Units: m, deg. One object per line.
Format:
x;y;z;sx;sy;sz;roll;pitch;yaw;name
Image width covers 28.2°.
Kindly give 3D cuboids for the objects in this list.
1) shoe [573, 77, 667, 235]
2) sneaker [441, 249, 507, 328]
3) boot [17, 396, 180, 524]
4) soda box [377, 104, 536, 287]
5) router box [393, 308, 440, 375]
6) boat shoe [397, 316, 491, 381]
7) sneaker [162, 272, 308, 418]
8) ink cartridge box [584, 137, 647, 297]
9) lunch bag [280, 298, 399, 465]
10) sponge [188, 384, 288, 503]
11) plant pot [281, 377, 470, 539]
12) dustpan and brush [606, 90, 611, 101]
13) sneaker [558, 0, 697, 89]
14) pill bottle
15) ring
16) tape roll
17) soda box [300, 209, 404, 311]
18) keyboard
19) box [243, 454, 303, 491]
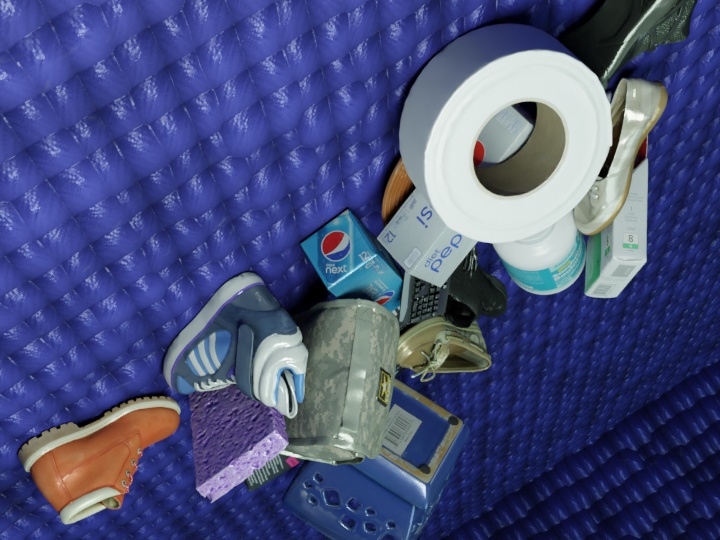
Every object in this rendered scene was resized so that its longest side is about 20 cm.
0.291;-0.135;1.680;0.053;0.070;0.202;8;116;-32;shoe
0.130;0.033;1.791;0.059;0.105;0.200;-6;145;25;sneaker
-0.274;0.214;1.615;0.198;0.108;0.075;-21;156;-36;boot
0.110;-0.083;1.489;0.201;0.063;0.068;-52;145;12;soda box
0.046;0.082;1.892;0.199;0.053;0.157;-40;159;16;router box
0.107;0.104;1.863;0.199;0.063;0.073;-5;146;-52;boat shoe
-0.129;0.115;1.547;0.080;0.147;0.200;-12;150;-46;sneaker
0.319;-0.084;1.787;0.049;0.203;0.161;3;163;-2;ink cartridge box
-0.024;0.127;1.600;0.116;0.167;0.200;13;167;-16;lunch bag
-0.141;0.162;1.611;0.111;0.201;0.030;-37;119;11;sponge
0.033;0.273;2.042;0.200;0.199;0.181;-52;172;-46;plant pot
0.236;-0.160;1.612;0.201;0.057;0.141;-58;167;-47;dustpan and brush
0.274;-0.237;1.481;0.113;0.077;0.200;3;134;-50;sneaker
0.220;-0.044;1.791;0.110;0.111;0.200;-35;161;4;pill bottle
0.108;-0.099;1.544;0.199;0.019;0.202;-26;141;-23;ring
0.140;-0.131;1.379;0.200;0.071;0.205;-11;122;-17;tape roll
0.000;0.000;1.613;0.067;0.065;0.200;-35;160;4;soda box
0.101;-0.035;1.635;0.126;0.021;0.202;-23;133;-38;keyboard
-0.086;0.160;1.760;0.198;0.123;0.106;-31;161;-10;box
